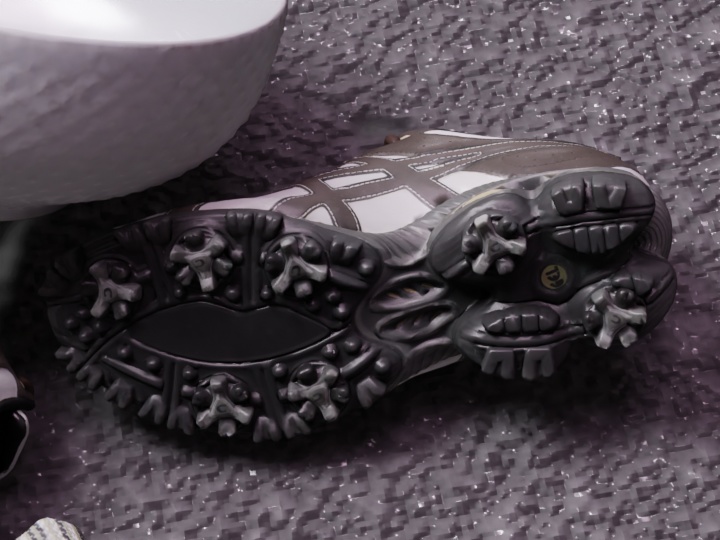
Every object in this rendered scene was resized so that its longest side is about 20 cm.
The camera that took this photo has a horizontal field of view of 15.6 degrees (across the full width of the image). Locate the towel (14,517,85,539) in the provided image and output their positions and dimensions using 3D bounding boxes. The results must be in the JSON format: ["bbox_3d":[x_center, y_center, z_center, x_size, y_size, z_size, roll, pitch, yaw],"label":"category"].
[{"bbox_3d":[-0.134,0.175,0.678,0.200,0.035,0.193,-30,49,3],"label":"towel"}]

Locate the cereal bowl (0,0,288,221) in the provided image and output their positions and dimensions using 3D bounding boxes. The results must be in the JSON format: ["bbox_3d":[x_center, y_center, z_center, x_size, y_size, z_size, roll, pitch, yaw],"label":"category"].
[{"bbox_3d":[-0.128,-0.073,0.843,0.199,0.084,0.200,13,23,-5],"label":"cereal bowl"}]

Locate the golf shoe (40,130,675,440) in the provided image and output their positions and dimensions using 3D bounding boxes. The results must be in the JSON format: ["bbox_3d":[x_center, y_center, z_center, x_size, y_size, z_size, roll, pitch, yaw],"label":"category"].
[{"bbox_3d":[0.000,0.000,0.850,0.199,0.078,0.095,-5,22,4],"label":"golf shoe"}]

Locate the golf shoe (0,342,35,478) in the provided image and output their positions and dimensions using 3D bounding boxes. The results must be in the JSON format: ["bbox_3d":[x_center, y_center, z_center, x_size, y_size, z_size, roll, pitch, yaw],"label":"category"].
[{"bbox_3d":[-0.150,0.029,0.841,0.078,0.094,0.200,-39,20,16],"label":"golf shoe"}]
